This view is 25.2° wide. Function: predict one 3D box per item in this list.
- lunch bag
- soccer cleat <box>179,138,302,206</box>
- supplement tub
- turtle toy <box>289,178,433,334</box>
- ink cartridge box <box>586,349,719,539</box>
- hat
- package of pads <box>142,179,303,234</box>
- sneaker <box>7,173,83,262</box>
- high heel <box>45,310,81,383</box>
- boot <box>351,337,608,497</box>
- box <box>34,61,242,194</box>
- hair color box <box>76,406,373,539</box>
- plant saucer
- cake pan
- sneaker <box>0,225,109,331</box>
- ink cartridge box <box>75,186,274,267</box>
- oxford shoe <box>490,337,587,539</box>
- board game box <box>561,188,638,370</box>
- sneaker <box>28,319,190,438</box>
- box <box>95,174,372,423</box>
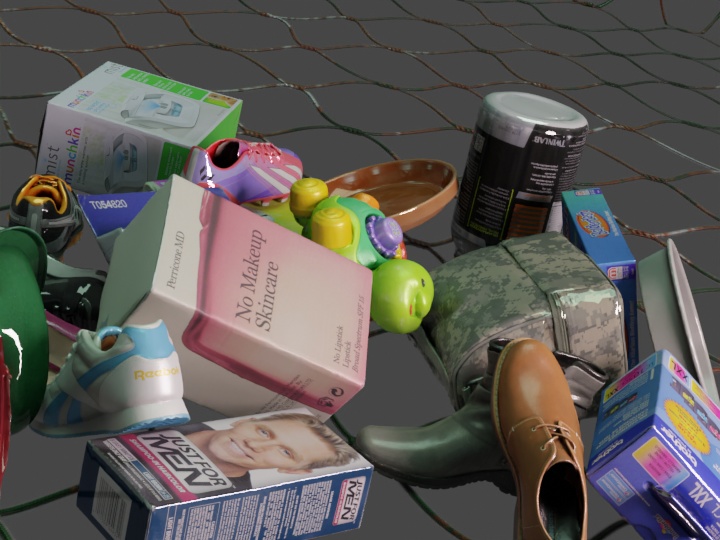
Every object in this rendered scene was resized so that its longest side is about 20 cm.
[{"bbox_3d":[0.138,0.060,1.486,0.166,0.140,0.200,-9,23,-9],"label":"lunch bag"},{"bbox_3d":[-0.115,-0.106,1.642,0.066,0.077,0.200,22,25,24],"label":"soccer cleat"},{"bbox_3d":[0.169,-0.085,1.770,0.122,0.201,0.123,12,21,-5],"label":"supplement tub"},{"bbox_3d":[0.000,0.000,1.520,0.100,0.147,0.200,-9,27,-16],"label":"turtle toy"},{"bbox_3d":[0.257,0.166,1.304,0.137,0.076,0.200,47,24,-5],"label":"ink cartridge box"},{"bbox_3d":[-0.246,0.095,1.208,0.176,0.200,0.166,34,-7,18],"label":"hat"},{"bbox_3d":[-0.115,-0.038,1.671,0.154,0.069,0.200,-9,31,-42],"label":"package of pads"},{"bbox_3d":[-0.313,-0.062,1.606,0.078,0.078,0.200,7,21,-11],"label":"sneaker"},{"bbox_3d":[-0.272,0.069,1.326,0.199,0.068,0.096,21,9,-16],"label":"high heel"},{"bbox_3d":[0.098,0.113,1.338,0.199,0.132,0.068,8,19,-12],"label":"boot"},{"bbox_3d":[-0.249,-0.149,1.831,0.175,0.097,0.200,18,23,6],"label":"box"},{"bbox_3d":[-0.100,0.161,1.206,0.199,0.061,0.100,-5,28,-39],"label":"hair color box"},{"bbox_3d":[0.013,-0.073,1.789,0.199,0.033,0.201,-13,21,5],"label":"plant saucer"},{"bbox_3d":[0.300,0.071,1.509,0.036,0.201,0.200,-16,17,14],"label":"cake pan"},{"bbox_3d":[-0.280,0.037,1.420,0.199,0.076,0.088,22,42,23],"label":"sneaker"},{"bbox_3d":[-0.135,0.002,1.442,0.199,0.041,0.201,-9,65,-52],"label":"ink cartridge box"},{"bbox_3d":[0.147,0.137,1.245,0.071,0.071,0.201,-1,62,-12],"label":"oxford shoe"},{"bbox_3d":[0.237,0.024,1.604,0.045,0.153,0.200,-6,22,1],"label":"board game box"},{"bbox_3d":[-0.195,0.085,1.232,0.076,0.081,0.199,-5,-5,-38],"label":"sneaker"},{"bbox_3d":[-0.101,0.034,1.317,0.199,0.109,0.128,26,46,-24],"label":"box"}]
